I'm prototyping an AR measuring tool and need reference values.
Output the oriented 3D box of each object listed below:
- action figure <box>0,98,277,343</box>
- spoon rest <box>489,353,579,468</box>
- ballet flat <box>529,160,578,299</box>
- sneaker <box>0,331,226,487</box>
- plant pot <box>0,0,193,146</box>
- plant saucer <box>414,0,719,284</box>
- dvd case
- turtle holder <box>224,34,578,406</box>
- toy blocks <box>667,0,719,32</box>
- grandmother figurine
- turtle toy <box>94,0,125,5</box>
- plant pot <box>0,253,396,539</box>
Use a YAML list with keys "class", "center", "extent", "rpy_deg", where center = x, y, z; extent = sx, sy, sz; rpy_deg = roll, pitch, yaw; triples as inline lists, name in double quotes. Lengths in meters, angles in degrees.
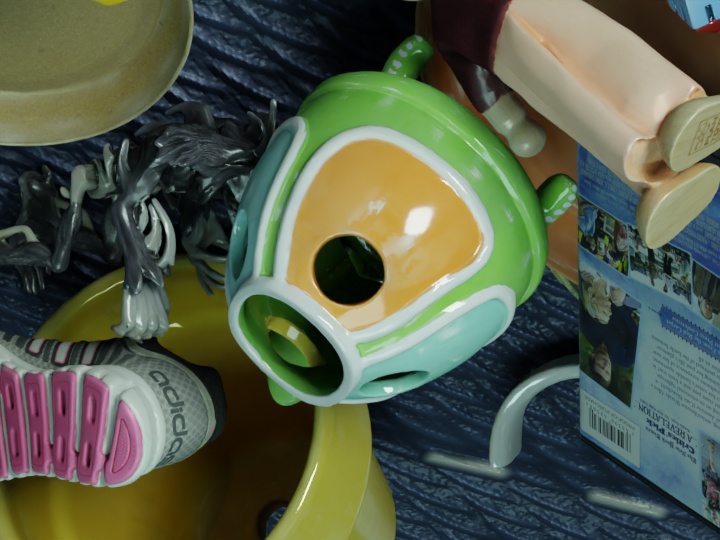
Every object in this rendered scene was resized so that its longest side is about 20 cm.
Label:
- class: "action figure"
  center: [-0.102, -0.023, 1.063]
  extent: [0.199, 0.119, 0.102]
  rpy_deg: [-16, 95, 32]
- class: "spoon rest"
  center: [0.166, 0.076, 1.173]
  extent: [0.199, 0.099, 0.061]
  rpy_deg: [-2, 102, 21]
- class: "ballet flat"
  center: [0.141, 0.004, 1.104]
  extent: [0.200, 0.071, 0.071]
  rpy_deg: [36, 132, -28]
- class: "sneaker"
  center: [-0.140, 0.065, 1.083]
  extent: [0.087, 0.074, 0.200]
  rpy_deg: [-9, -171, -41]
- class: "plant pot"
  center: [-0.174, -0.135, 1.004]
  extent: [0.199, 0.028, 0.200]
  rpy_deg: [5, 141, 4]
- class: "plant saucer"
  center: [0.110, -0.077, 0.957]
  extent: [0.200, 0.037, 0.201]
  rpy_deg: [31, 139, 30]
- class: "dvd case"
  center: [0.149, 0.031, 0.942]
  extent: [0.143, 0.018, 0.201]
  rpy_deg: [33, 141, 39]
- class: "turtle holder"
  center: [-0.004, -0.008, 0.987]
  extent: [0.185, 0.132, 0.141]
  rpy_deg: [-6, 128, 54]
- class: "toy blocks"
  center: [0.178, -0.159, 0.836]
  extent: [0.199, 0.100, 0.137]
  rpy_deg: [-24, 122, -3]
- class: "grandmother figurine"
  center: [0.066, -0.101, 0.890]
  extent: [0.060, 0.200, 0.122]
  rpy_deg: [-19, 138, -43]
- class: "turtle toy"
  center: [-0.084, -0.204, 0.848]
  extent: [0.145, 0.101, 0.200]
  rpy_deg: [-19, 135, 25]
- class: "plant pot"
  center: [-0.073, 0.118, 1.180]
  extent: [0.200, 0.201, 0.189]
  rpy_deg: [-9, 154, 19]
